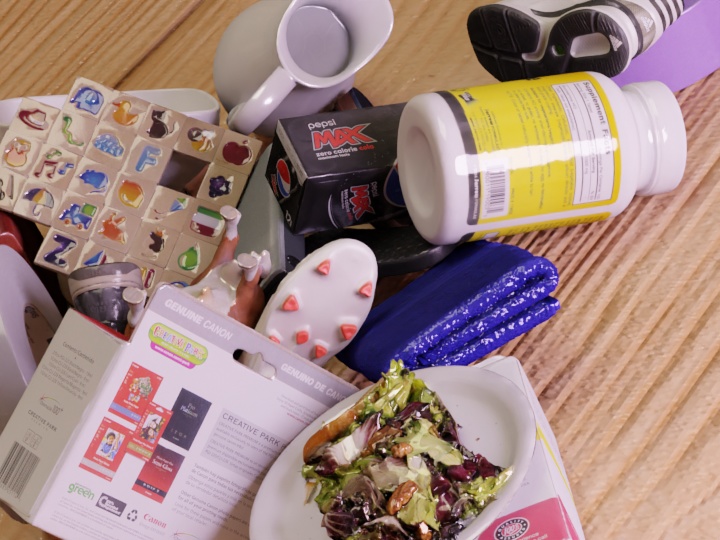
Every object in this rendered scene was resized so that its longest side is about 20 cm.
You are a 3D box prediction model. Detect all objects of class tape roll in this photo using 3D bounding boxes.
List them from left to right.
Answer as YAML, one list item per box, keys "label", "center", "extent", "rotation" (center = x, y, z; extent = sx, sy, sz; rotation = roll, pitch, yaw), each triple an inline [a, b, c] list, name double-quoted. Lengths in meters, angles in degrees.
- label: "tape roll"
  center: [-0.256, 0.085, 1.712]
  extent: [0.066, 0.201, 0.201]
  rotation: [-23, 32, 6]
- label: "tape roll"
  center: [0.232, -0.221, 1.917]
  extent: [0.199, 0.066, 0.201]
  rotation: [-20, 32, 13]

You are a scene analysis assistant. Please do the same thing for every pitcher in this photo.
- label: "pitcher"
  center: [-0.071, -0.166, 1.971]
  extent: [0.172, 0.121, 0.200]
  rotation: [-45, 8, -20]

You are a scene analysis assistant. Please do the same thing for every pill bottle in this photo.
- label: "pill bottle"
  center: [0.136, -0.087, 1.708]
  extent: [0.198, 0.113, 0.113]
  rotation: [-9, 27, -18]

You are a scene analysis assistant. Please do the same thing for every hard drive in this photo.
- label: "hard drive"
  center: [-0.093, 0.001, 1.809]
  extent: [0.140, 0.033, 0.201]
  rotation: [-50, 21, 24]

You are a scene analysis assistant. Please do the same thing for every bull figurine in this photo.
- label: "bull figurine"
  center: [-0.128, 0.047, 1.616]
  extent: [0.065, 0.122, 0.200]
  rotation: [29, 45, 12]

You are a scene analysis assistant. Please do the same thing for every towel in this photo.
- label: "towel"
  center: [0.061, 0.037, 1.637]
  extent: [0.147, 0.050, 0.200]
  rotation: [-35, 9, -6]

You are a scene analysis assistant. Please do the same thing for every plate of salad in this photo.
- label: "plate of salad"
  center: [0.015, 0.123, 1.444]
  extent: [0.199, 0.048, 0.201]
  rotation: [-20, 33, 13]

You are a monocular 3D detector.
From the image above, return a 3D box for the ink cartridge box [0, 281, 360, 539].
- label: "ink cartridge box"
  center: [-0.122, 0.111, 1.524]
  extent: [0.084, 0.199, 0.177]
  rotation: [24, 84, 51]

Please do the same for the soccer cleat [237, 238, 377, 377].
- label: "soccer cleat"
  center: [-0.055, 0.058, 1.660]
  extent: [0.201, 0.069, 0.078]
  rotation: [-60, 16, 12]

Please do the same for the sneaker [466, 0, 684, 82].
- label: "sneaker"
  center: [0.180, -0.197, 1.817]
  extent: [0.115, 0.076, 0.200]
  rotation: [-32, 22, -29]

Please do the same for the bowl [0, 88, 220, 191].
- label: "bowl"
  center: [-0.220, -0.109, 1.982]
  extent: [0.198, 0.075, 0.200]
  rotation: [-6, 12, -9]

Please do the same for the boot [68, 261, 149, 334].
- label: "boot"
  center: [-0.174, 0.092, 1.731]
  extent: [0.072, 0.200, 0.152]
  rotation: [-9, 70, -3]

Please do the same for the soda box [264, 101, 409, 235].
- label: "soda box"
  center: [0.031, -0.085, 1.780]
  extent: [0.198, 0.064, 0.071]
  rotation: [-10, 50, -23]

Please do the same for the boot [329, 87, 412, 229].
- label: "boot"
  center: [-0.013, -0.067, 1.892]
  extent: [0.097, 0.075, 0.200]
  rotation: [-38, 27, 14]

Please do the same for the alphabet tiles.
- label: "alphabet tiles"
  center: [-0.200, -0.066, 1.848]
  extent: [0.198, 0.008, 0.168]
  rotation: [19, 67, 6]

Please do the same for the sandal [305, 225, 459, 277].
- label: "sandal"
  center: [0.000, 0.000, 1.785]
  extent: [0.199, 0.045, 0.075]
  rotation: [-4, 32, 43]

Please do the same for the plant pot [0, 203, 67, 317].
- label: "plant pot"
  center: [-0.353, 0.004, 1.926]
  extent: [0.199, 0.201, 0.176]
  rotation: [-34, 44, -10]

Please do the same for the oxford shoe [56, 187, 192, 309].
- label: "oxford shoe"
  center: [-0.198, -0.035, 1.951]
  extent: [0.070, 0.075, 0.200]
  rotation: [-12, 26, 25]

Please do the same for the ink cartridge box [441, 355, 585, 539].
- label: "ink cartridge box"
  center: [0.065, 0.164, 1.472]
  extent: [0.144, 0.084, 0.201]
  rotation: [-23, 32, 8]
